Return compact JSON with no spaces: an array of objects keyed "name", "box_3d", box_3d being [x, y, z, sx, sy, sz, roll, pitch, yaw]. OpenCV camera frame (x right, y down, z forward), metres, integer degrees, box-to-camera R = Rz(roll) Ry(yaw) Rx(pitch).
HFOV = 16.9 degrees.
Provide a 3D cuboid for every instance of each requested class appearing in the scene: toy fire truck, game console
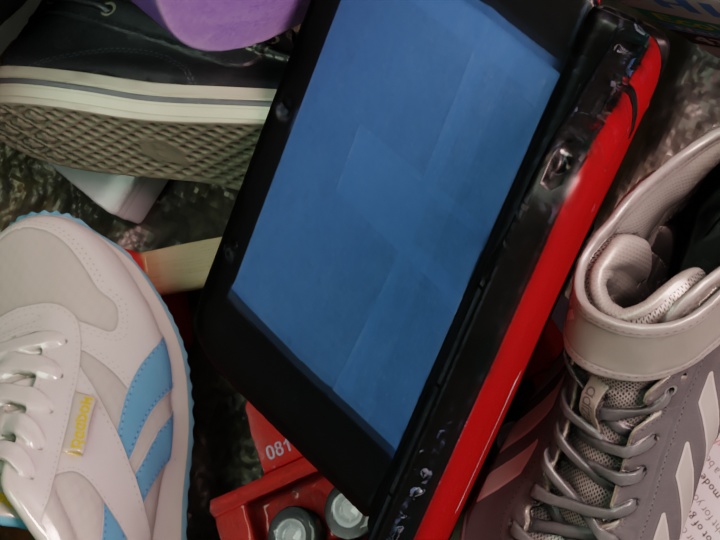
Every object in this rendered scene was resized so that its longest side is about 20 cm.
[{"name":"toy fire truck","box_3d":[-0.015,0.033,0.863,0.200,0.049,0.141,-26,70,24]},{"name":"game console","box_3d":[0.000,0.000,0.734,0.119,0.172,0.200,25,118,6]}]

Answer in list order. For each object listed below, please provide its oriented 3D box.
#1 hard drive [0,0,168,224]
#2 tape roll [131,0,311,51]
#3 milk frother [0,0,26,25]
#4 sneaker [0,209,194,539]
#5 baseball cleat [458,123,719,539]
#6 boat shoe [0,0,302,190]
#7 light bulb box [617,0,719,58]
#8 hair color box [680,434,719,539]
[{"name":"hard drive","box_3d":[-0.080,-0.137,0.945,0.132,0.026,0.200,38,100,29]},{"name":"tape roll","box_3d":[-0.022,-0.173,0.762,0.085,0.200,0.200,41,102,16]},{"name":"milk frother","box_3d":[-0.150,-0.169,0.812,0.181,0.200,0.188,47,72,-12]},{"name":"sneaker","box_3d":[-0.107,0.067,0.831,0.076,0.081,0.200,-22,62,27]},{"name":"baseball cleat","box_3d":[0.070,0.042,0.711,0.070,0.106,0.200,27,96,24]},{"name":"boat shoe","box_3d":[-0.037,-0.063,0.867,0.200,0.075,0.062,10,65,14]},{"name":"light bulb box","box_3d":[0.197,-0.155,0.734,0.198,0.125,0.200,14,89,30]},{"name":"hair color box","box_3d":[0.093,0.108,0.782,0.200,0.061,0.102,-43,63,15]}]
